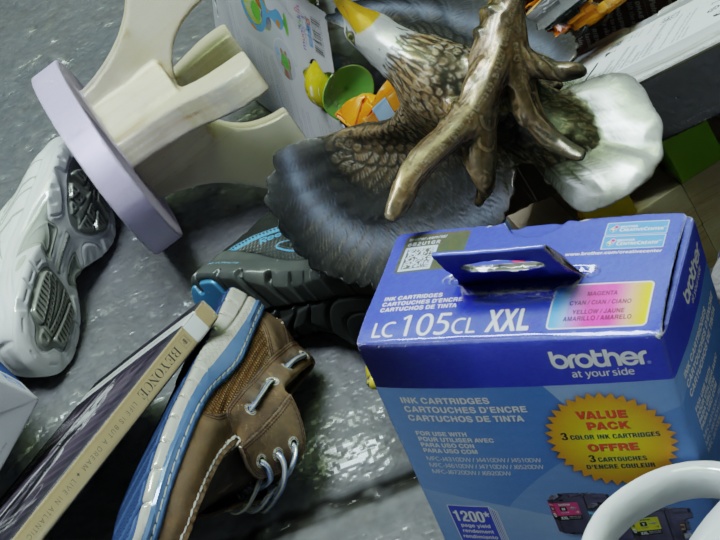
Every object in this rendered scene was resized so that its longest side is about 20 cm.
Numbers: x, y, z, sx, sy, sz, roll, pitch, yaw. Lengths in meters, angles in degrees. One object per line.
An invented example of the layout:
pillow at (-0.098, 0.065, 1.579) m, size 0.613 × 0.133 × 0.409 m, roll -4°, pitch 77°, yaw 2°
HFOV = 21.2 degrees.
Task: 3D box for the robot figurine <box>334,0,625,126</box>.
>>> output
robot figurine at (0.079, -0.130, 1.078) m, size 0.200 × 0.058 × 0.145 m, roll -39°, pitch -2°, yaw 39°

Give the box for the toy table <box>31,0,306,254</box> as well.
toy table at (-0.117, -0.099, 1.165) m, size 0.117 × 0.184 × 0.200 m, roll -36°, pitch 29°, yaw 0°

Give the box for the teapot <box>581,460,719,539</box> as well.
teapot at (0.203, 0.125, 0.690) m, size 0.197 × 0.200 × 0.146 m, roll -48°, pitch 4°, yaw 43°

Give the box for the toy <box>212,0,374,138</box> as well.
toy at (-0.043, -0.149, 1.233) m, size 0.047 × 0.116 × 0.200 m, roll -20°, pitch 33°, yaw -16°

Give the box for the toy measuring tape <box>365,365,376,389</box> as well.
toy measuring tape at (0.080, 0.059, 0.928) m, size 0.199 × 0.074 × 0.074 m, roll 7°, pitch 45°, yaw 36°

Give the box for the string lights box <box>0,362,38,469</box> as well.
string lights box at (-0.256, 0.072, 1.058) m, size 0.103 × 0.059 × 0.200 m, roll -61°, pitch 34°, yaw 0°

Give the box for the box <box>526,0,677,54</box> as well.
box at (0.192, -0.166, 1.158) m, size 0.199 × 0.075 × 0.100 m, roll -4°, pitch 38°, yaw 22°

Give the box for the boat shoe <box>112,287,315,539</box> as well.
boat shoe at (-0.065, 0.083, 0.968) m, size 0.072 × 0.072 × 0.200 m, roll 28°, pitch 38°, yaw -6°

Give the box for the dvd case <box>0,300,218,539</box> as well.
dvd case at (-0.159, 0.109, 0.979) m, size 0.200 × 0.016 × 0.149 m, roll -54°, pitch 11°, yaw -34°

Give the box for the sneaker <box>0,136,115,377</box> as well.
sneaker at (-0.216, -0.011, 1.183) m, size 0.099 × 0.078 × 0.200 m, roll -12°, pitch 36°, yaw 20°

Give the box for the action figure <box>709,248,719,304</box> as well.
action figure at (0.225, -0.033, 0.875) m, size 0.199 × 0.194 × 0.105 m, roll -7°, pitch 38°, yaw -47°

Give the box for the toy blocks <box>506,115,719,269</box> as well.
toy blocks at (0.156, -0.046, 1.018) m, size 0.199 × 0.100 × 0.137 m, roll -32°, pitch 23°, yaw 0°

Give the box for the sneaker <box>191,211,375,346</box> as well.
sneaker at (0.000, 0.000, 1.049) m, size 0.199 × 0.073 × 0.082 m, roll 8°, pitch 44°, yaw 34°

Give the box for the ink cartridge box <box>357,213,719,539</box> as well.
ink cartridge box at (0.087, 0.052, 0.825) m, size 0.136 × 0.201 × 0.077 m, roll -4°, pitch 40°, yaw 25°

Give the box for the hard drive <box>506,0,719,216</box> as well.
hard drive at (0.159, -0.104, 0.977) m, size 0.199 × 0.038 × 0.140 m, roll -27°, pitch 13°, yaw 31°

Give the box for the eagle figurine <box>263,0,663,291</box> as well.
eagle figurine at (0.038, -0.080, 0.927) m, size 0.151 × 0.152 × 0.200 m, roll -19°, pitch -2°, yaw -15°
